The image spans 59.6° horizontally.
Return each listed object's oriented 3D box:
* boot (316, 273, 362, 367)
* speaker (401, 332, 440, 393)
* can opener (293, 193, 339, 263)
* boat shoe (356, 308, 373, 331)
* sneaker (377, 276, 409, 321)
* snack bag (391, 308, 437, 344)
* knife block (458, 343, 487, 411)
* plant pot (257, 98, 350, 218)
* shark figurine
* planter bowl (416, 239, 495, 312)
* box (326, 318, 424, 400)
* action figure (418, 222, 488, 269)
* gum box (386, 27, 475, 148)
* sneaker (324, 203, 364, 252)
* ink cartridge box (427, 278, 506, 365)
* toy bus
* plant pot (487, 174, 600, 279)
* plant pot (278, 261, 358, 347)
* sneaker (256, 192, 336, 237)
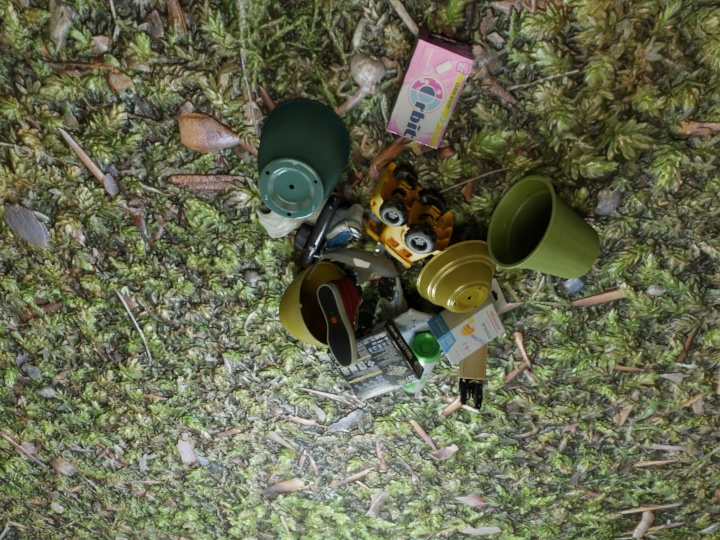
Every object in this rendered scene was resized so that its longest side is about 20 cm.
[{"bbox_3d":[-0.023,0.115,1.486,0.071,0.143,0.206,-12,94,32],"label":"boot"},{"bbox_3d":[0.152,0.244,1.645,0.086,0.090,0.202,11,144,-2],"label":"speaker"},{"bbox_3d":[-0.091,-0.085,1.349,0.077,0.065,0.201,24,143,-10],"label":"can opener"},{"bbox_3d":[-0.024,0.188,1.662,0.071,0.064,0.202,22,128,-11],"label":"boat shoe"},{"bbox_3d":[0.085,0.068,1.549,0.071,0.072,0.203,-25,143,-17],"label":"sneaker"},{"bbox_3d":[0.112,0.146,1.573,0.186,0.022,0.197,-30,151,33],"label":"snack bag"},{"bbox_3d":[0.287,0.242,1.592,0.062,0.178,0.204,4,129,3],"label":"knife block"},{"bbox_3d":[-0.125,-0.212,1.283,0.193,0.191,0.204,3,130,4],"label":"plant pot"},{"bbox_3d":[-0.018,-0.008,1.404,0.207,0.092,0.129,7,157,4],"label":"shark figurine"},{"bbox_3d":[0.230,0.034,1.407,0.195,0.085,0.203,-14,142,-11],"label":"planter bowl"},{"bbox_3d":[0.034,0.221,1.532,0.197,0.049,0.163,-26,105,34],"label":"box"},{"bbox_3d":[0.220,-0.025,1.465,0.128,0.071,0.200,28,130,-24],"label":"action figure"},{"bbox_3d":[0.134,-0.354,1.215,0.110,0.067,0.203,17,128,-6],"label":"gum box"},{"bbox_3d":[-0.054,-0.099,1.441,0.074,0.089,0.197,36,148,-30],"label":"sneaker"},{"bbox_3d":[0.273,0.124,1.519,0.197,0.068,0.116,-34,131,3],"label":"ink cartridge box"},{"bbox_3d":[0.078,-0.108,1.391,0.199,0.138,0.191,38,139,-19],"label":"toy bus"},{"bbox_3d":[0.404,-0.069,1.343,0.186,0.204,0.201,22,129,-25],"label":"plant pot"},{"bbox_3d":[-0.120,0.093,1.539,0.140,0.203,0.200,-16,128,43],"label":"plant pot"},{"bbox_3d":[-0.147,-0.141,1.410,0.195,0.076,0.100,-20,130,21],"label":"sneaker"}]
